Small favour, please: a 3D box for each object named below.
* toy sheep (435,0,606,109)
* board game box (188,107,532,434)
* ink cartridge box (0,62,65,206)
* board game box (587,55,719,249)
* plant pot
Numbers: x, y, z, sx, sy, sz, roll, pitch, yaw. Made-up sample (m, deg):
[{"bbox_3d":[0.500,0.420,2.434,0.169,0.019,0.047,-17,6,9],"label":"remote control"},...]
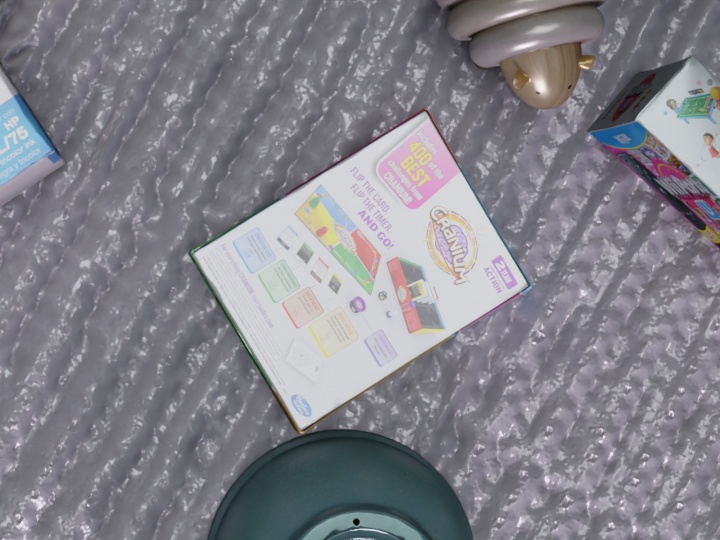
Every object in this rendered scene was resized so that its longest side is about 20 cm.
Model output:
[{"bbox_3d":[0.110,-0.211,1.251,0.137,0.138,0.201,-17,92,-7],"label":"toy sheep"},{"bbox_3d":[0.000,0.000,1.283,0.199,0.040,0.153,-31,94,-6],"label":"board game box"},{"bbox_3d":[-0.314,-0.119,1.191,0.146,0.147,0.200,-34,94,-5],"label":"ink cartridge box"},{"bbox_3d":[0.267,-0.058,1.264,0.200,0.148,0.064,42,88,-5],"label":"board game box"},{"bbox_3d":[-0.006,0.216,1.236,0.199,0.134,0.202,0,90,-8],"label":"plant pot"}]
